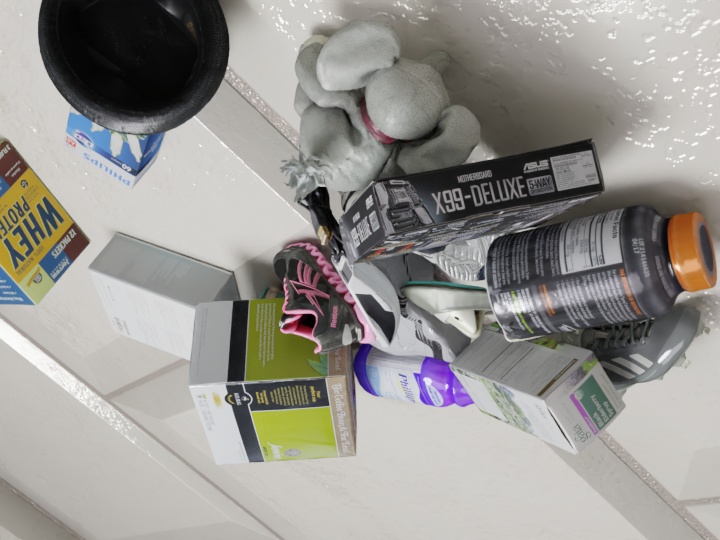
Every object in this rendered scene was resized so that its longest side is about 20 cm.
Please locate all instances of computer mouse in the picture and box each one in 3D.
[{"bbox_3d":[0.000,0.000,1.025,0.200,0.044,0.110,60,178,-38],"label":"computer mouse"}]

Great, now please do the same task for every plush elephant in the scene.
[{"bbox_3d":[0.021,-0.147,0.867,0.155,0.200,0.165,-27,110,31],"label":"plush elephant"}]

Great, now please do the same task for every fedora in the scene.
[{"bbox_3d":[-0.221,-0.227,0.974,0.200,0.201,0.092,28,178,5],"label":"fedora"}]

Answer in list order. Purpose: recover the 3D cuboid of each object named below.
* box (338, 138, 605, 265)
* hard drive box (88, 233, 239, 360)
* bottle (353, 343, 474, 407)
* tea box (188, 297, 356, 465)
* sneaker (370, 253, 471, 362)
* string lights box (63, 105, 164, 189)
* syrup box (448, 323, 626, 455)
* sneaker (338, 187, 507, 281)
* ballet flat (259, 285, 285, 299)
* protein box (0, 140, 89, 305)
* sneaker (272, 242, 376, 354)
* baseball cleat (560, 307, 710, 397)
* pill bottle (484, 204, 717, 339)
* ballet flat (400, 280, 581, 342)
[{"bbox_3d":[0.093,-0.057,0.861,0.158,0.200,0.050,144,114,-76],"label":"box"},{"bbox_3d":[-0.276,0.049,1.401,0.200,0.077,0.156,19,144,18],"label":"hard drive box"},{"bbox_3d":[0.090,0.135,1.237,0.200,0.065,0.084,6,139,32],"label":"bottle"},{"bbox_3d":[-0.107,0.146,1.263,0.197,0.134,0.200,-3,140,2],"label":"tea box"},{"bbox_3d":[0.041,0.039,1.145,0.115,0.075,0.200,-6,133,39],"label":"sneaker"},{"bbox_3d":[-0.276,-0.189,1.118,0.103,0.059,0.200,33,146,-4],"label":"string lights box"},{"bbox_3d":[0.190,0.126,1.065,0.079,0.081,0.200,54,164,-19],"label":"syrup box"},{"bbox_3d":[0.058,-0.058,1.022,0.199,0.130,0.080,9,114,-28],"label":"sneaker"},{"bbox_3d":[-0.109,0.100,1.349,0.067,0.068,0.200,17,145,7],"label":"ballet flat"},{"bbox_3d":[-0.554,-0.065,1.419,0.198,0.135,0.200,-1,134,38],"label":"protein box"},{"bbox_3d":[-0.066,0.036,1.160,0.200,0.095,0.079,39,149,47],"label":"sneaker"},{"bbox_3d":[0.274,0.081,1.025,0.106,0.070,0.200,32,145,-1],"label":"baseball cleat"},{"bbox_3d":[0.228,0.000,0.911,0.200,0.106,0.106,-12,128,31],"label":"pill bottle"},{"bbox_3d":[0.141,0.044,1.033,0.200,0.064,0.067,1,171,9],"label":"ballet flat"}]
